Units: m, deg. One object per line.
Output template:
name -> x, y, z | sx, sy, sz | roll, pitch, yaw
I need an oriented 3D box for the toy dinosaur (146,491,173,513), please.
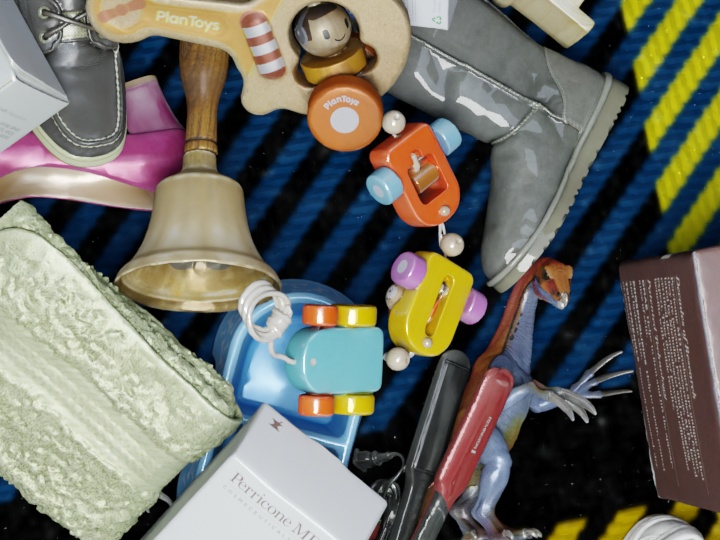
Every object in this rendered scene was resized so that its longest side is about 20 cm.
toy dinosaur -> -0.210, 0.092, 1.498 | 0.200, 0.077, 0.102 | 8, 80, -8

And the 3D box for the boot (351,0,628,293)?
boot -> 0.056, -0.106, 1.535 | 0.200, 0.073, 0.182 | 30, 72, -10

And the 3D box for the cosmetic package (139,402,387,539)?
cosmetic package -> -0.086, 0.189, 1.458 | 0.101, 0.071, 0.200 | 39, 119, -3

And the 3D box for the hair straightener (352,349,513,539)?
hair straightener -> 0.028, 0.143, 1.499 | 0.077, 0.041, 0.200 | 24, 95, 34

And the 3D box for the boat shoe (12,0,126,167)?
boat shoe -> -0.191, -0.165, 1.488 | 0.072, 0.066, 0.201 | -8, 69, -20

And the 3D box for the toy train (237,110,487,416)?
toy train -> 0.000, 0.000, 1.474 | 0.200, 0.056, 0.150 | -44, 116, -26

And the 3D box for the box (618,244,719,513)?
box -> 0.275, 0.058, 1.485 | 0.166, 0.200, 0.164 | -9, 89, -7

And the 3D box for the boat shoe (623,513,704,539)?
boat shoe -> 0.167, 0.252, 1.531 | 0.071, 0.069, 0.200 | 26, 86, -6

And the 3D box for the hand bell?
hand bell -> -0.101, -0.084, 1.478 | 0.104, 0.104, 0.200 | 2, 72, -6

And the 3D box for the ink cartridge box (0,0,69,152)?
ink cartridge box -> -0.302, -0.113, 1.449 | 0.200, 0.083, 0.146 | -33, 72, 11

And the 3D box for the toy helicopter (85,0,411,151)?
toy helicopter -> -0.067, -0.158, 1.431 | 0.200, 0.079, 0.132 | 9, 122, -4

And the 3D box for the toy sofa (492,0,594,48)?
toy sofa -> 0.162, -0.254, 1.546 | 0.098, 0.083, 0.200 | 38, 85, -4

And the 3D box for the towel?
towel -> -0.187, 0.069, 1.439 | 0.200, 0.036, 0.148 | 43, 104, -11

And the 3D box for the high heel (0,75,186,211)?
high heel -> -0.198, -0.047, 1.510 | 0.200, 0.067, 0.096 | -23, 79, -19

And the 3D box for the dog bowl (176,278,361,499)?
dog bowl -> -0.052, 0.104, 1.526 | 0.111, 0.050, 0.200 | 15, 87, -5

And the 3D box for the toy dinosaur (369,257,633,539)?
toy dinosaur -> 0.087, 0.084, 1.516 | 0.200, 0.105, 0.182 | -4, 84, -3

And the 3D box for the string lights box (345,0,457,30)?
string lights box -> -0.037, -0.218, 1.467 | 0.200, 0.103, 0.059 | 8, 42, 10
